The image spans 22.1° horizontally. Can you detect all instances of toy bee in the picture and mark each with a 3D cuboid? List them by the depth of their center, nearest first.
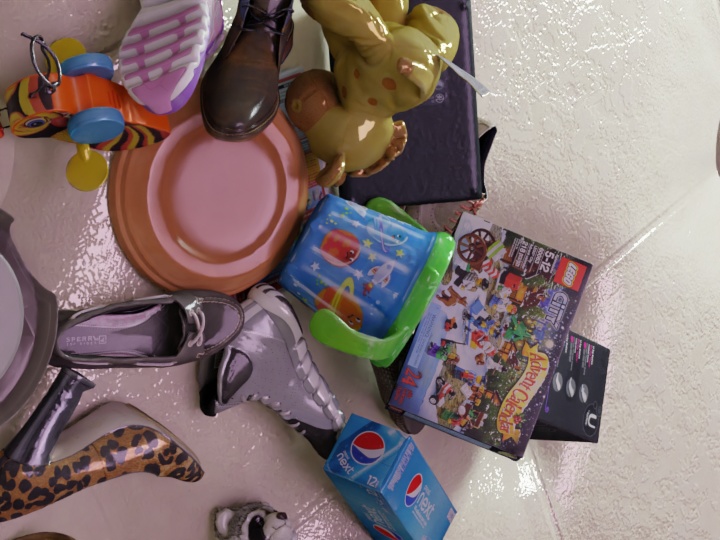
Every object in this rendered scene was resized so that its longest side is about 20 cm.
[{"bbox_3d":[-0.252,-0.141,1.533,0.200,0.108,0.131,46,32,-46],"label":"toy bee"}]

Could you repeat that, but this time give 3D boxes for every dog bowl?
[{"bbox_3d":[-0.343,0.038,1.484,0.200,0.059,0.201,-6,98,-42],"label":"dog bowl"}]

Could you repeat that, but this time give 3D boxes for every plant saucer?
[{"bbox_3d":[-0.129,-0.072,1.657,0.199,0.037,0.201,-6,102,-31],"label":"plant saucer"}]

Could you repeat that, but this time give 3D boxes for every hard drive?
[{"bbox_3d":[0.043,-0.162,1.781,0.139,0.033,0.201,-5,100,-6],"label":"hard drive"}]

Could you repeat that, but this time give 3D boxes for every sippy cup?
[{"bbox_3d":[0.000,0.000,1.703,0.130,0.178,0.140,30,92,-3],"label":"sippy cup"}]

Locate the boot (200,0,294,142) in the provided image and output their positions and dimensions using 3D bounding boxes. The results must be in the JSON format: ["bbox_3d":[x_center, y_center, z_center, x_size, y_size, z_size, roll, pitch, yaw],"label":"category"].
[{"bbox_3d":[-0.098,-0.200,1.610,0.200,0.074,0.097,-79,177,-50],"label":"boot"}]

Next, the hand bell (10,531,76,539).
[{"bbox_3d":[-0.260,0.335,1.590,0.104,0.104,0.201,-36,129,-33],"label":"hand bell"}]

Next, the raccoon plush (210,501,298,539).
[{"bbox_3d":[-0.115,0.312,1.732,0.200,0.134,0.097,-50,149,13],"label":"raccoon plush"}]

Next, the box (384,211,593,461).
[{"bbox_3d":[0.122,0.062,1.745,0.136,0.038,0.201,21,78,0],"label":"box"}]

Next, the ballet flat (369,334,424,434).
[{"bbox_3d":[0.025,0.077,1.839,0.067,0.046,0.201,-51,132,-44],"label":"ballet flat"}]

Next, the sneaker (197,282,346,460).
[{"bbox_3d":[-0.093,0.118,1.724,0.115,0.075,0.201,-34,119,-18],"label":"sneaker"}]

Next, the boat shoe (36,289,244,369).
[{"bbox_3d":[-0.185,0.056,1.600,0.199,0.057,0.067,-5,97,-27],"label":"boat shoe"}]

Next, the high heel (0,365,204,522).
[{"bbox_3d":[-0.231,0.182,1.609,0.200,0.071,0.143,38,82,-42],"label":"high heel"}]

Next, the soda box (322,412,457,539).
[{"bbox_3d":[0.031,0.214,1.789,0.064,0.068,0.200,-61,153,-20],"label":"soda box"}]

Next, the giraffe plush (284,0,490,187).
[{"bbox_3d":[0.002,-0.166,1.683,0.172,0.200,0.162,-5,138,-53],"label":"giraffe plush"}]

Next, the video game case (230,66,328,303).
[{"bbox_3d":[-0.091,-0.076,1.727,0.143,0.017,0.201,-24,110,-38],"label":"video game case"}]

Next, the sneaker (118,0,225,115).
[{"bbox_3d":[-0.153,-0.204,1.583,0.089,0.080,0.201,62,22,-47],"label":"sneaker"}]

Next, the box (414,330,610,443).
[{"bbox_3d":[0.151,0.106,1.873,0.200,0.122,0.107,24,71,-50],"label":"box"}]

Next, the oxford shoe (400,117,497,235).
[{"bbox_3d":[0.084,-0.063,1.841,0.070,0.075,0.201,18,84,-60],"label":"oxford shoe"}]
